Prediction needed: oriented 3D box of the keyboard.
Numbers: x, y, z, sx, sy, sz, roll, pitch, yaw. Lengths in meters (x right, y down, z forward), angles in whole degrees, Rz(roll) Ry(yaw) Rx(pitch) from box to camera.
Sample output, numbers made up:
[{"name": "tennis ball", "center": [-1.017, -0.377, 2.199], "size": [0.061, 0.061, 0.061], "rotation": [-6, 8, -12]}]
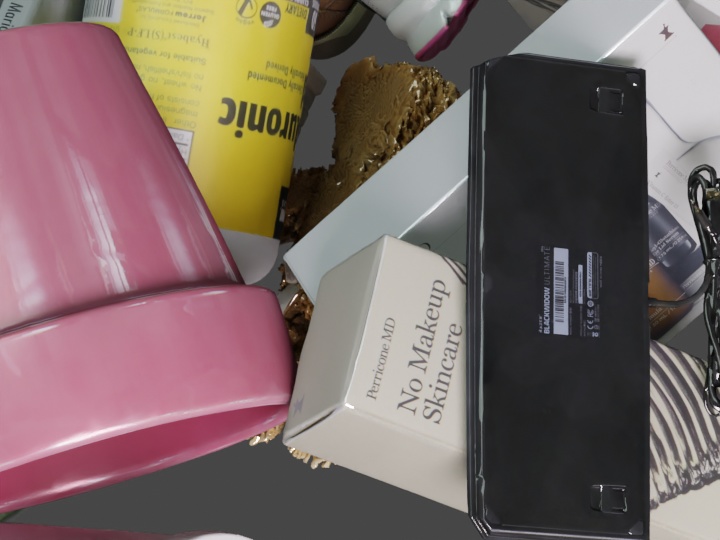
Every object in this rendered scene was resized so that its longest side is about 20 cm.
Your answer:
[{"name": "keyboard", "center": [0.100, 0.013, 1.102], "size": [0.021, 0.126, 0.201], "rotation": [145, 129, -67]}]

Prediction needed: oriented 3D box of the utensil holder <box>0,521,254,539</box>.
[{"name": "utensil holder", "center": [-0.141, 0.195, 1.215], "size": [0.199, 0.170, 0.171], "rotation": [1, 63, 36]}]

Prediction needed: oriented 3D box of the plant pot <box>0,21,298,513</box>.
[{"name": "plant pot", "center": [-0.140, 0.000, 1.163], "size": [0.199, 0.200, 0.180], "rotation": [-19, 82, 23]}]

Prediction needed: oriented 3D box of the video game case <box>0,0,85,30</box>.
[{"name": "video game case", "center": [-0.143, -0.071, 1.365], "size": [0.024, 0.200, 0.183], "rotation": [14, 69, 20]}]

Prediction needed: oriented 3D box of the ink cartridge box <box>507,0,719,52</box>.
[{"name": "ink cartridge box", "center": [0.123, -0.176, 1.244], "size": [0.146, 0.200, 0.085], "rotation": [-50, 47, -2]}]

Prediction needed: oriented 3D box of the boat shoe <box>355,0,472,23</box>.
[{"name": "boat shoe", "center": [0.065, -0.211, 1.392], "size": [0.063, 0.074, 0.202], "rotation": [31, 82, 43]}]

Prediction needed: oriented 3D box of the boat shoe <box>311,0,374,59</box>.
[{"name": "boat shoe", "center": [0.002, -0.212, 1.440], "size": [0.072, 0.068, 0.201], "rotation": [5, 64, 38]}]

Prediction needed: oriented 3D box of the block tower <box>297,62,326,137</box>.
[{"name": "block tower", "center": [-0.089, -0.028, 1.397], "size": [0.058, 0.054, 0.201], "rotation": [12, 69, 38]}]

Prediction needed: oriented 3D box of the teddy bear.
[{"name": "teddy bear", "center": [0.000, 0.000, 1.320], "size": [0.145, 0.067, 0.201], "rotation": [-7, 63, 45]}]

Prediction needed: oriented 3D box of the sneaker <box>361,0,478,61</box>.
[{"name": "sneaker", "center": [0.049, -0.205, 1.307], "size": [0.088, 0.081, 0.201], "rotation": [31, 84, 2]}]

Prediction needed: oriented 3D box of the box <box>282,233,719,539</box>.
[{"name": "box", "center": [0.075, 0.061, 1.127], "size": [0.068, 0.199, 0.083], "rotation": [-32, 41, 61]}]

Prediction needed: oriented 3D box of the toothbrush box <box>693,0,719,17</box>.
[{"name": "toothbrush box", "center": [0.219, -0.149, 1.156], "size": [0.146, 0.199, 0.086], "rotation": [41, 124, 44]}]

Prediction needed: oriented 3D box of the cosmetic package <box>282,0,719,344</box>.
[{"name": "cosmetic package", "center": [0.088, -0.019, 1.199], "size": [0.200, 0.151, 0.052], "rotation": [-42, 37, 6]}]

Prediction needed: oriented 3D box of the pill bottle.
[{"name": "pill bottle", "center": [-0.086, -0.055, 1.296], "size": [0.111, 0.111, 0.201], "rotation": [9, 90, 38]}]
